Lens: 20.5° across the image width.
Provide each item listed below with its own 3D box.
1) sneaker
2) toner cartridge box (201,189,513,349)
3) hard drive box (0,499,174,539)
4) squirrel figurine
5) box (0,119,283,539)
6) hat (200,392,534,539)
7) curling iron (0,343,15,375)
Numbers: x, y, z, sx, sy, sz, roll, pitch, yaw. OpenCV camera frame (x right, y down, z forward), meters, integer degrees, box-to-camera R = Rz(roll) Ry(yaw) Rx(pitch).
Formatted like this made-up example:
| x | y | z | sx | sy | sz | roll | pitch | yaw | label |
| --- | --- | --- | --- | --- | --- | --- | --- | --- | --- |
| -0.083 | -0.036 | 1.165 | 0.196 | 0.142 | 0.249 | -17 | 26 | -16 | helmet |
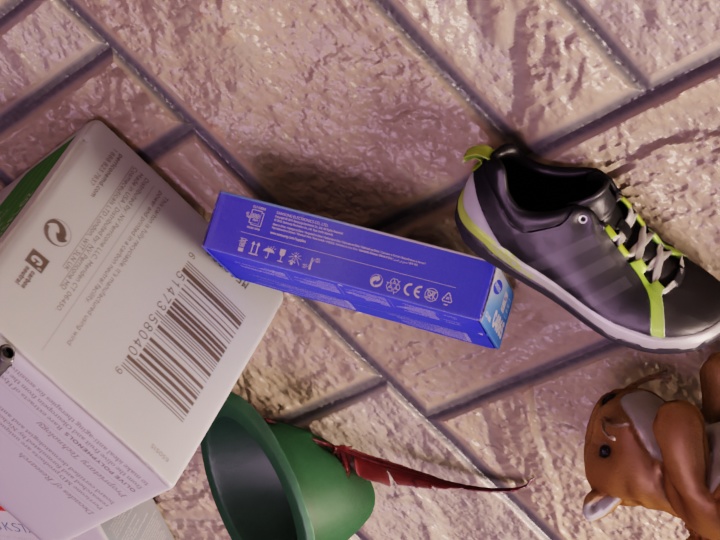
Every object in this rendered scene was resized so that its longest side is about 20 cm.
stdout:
| x | y | z | sx | sy | sz | roll | pitch | yaw | label |
| --- | --- | --- | --- | --- | --- | --- | --- | --- | --- |
| 0.150 | -0.017 | 1.254 | 0.198 | 0.072 | 0.083 | 24 | 139 | 3 | sneaker |
| 0.000 | 0.000 | 1.347 | 0.198 | 0.044 | 0.095 | 15 | 171 | 14 | toner cartridge box |
| -0.258 | 0.221 | 1.731 | 0.154 | 0.077 | 0.201 | 1 | 134 | 27 | hard drive box |
| 0.243 | 0.152 | 1.339 | 0.185 | 0.142 | 0.201 | -3 | 130 | 39 | squirrel figurine |
| -0.204 | 0.046 | 1.418 | 0.200 | 0.200 | 0.171 | 43 | 138 | -16 | box |
| -0.006 | 0.159 | 1.572 | 0.201 | 0.175 | 0.166 | 56 | 151 | 25 | hat |
| -0.268 | 0.097 | 1.328 | 0.200 | 0.025 | 0.050 | -44 | 64 | 46 | curling iron |
